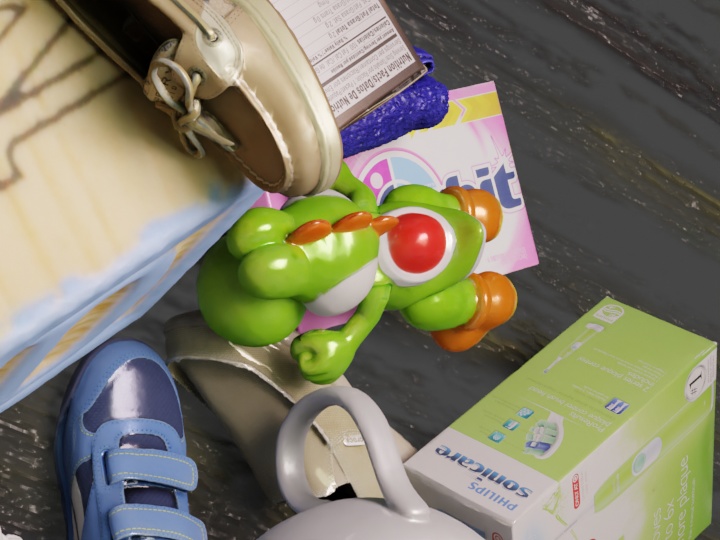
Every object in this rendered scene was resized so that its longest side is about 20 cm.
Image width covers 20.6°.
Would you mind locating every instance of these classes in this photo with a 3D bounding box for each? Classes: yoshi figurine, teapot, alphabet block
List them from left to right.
[{"bbox_3d":[-0.186,-0.050,0.901,0.196,0.195,0.201,-36,88,-40],"label":"alphabet block"},{"bbox_3d":[-0.017,0.197,1.023,0.200,0.146,0.198,-46,126,-20],"label":"teapot"},{"bbox_3d":[-0.012,0.000,1.053,0.199,0.112,0.113,3,116,-49],"label":"yoshi figurine"}]

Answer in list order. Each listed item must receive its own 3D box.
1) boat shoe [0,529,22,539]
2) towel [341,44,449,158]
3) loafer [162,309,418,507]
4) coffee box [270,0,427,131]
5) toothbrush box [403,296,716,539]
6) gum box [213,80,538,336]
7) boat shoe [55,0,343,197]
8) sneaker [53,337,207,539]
[{"bbox_3d":[-0.194,0.144,0.967,0.065,0.073,0.202,-4,85,-33],"label":"boat shoe"},{"bbox_3d":[-0.064,-0.104,1.071,0.199,0.147,0.050,-19,131,-39],"label":"towel"},{"bbox_3d":[-0.034,0.094,1.097,0.200,0.075,0.069,40,55,-26],"label":"loafer"},{"bbox_3d":[-0.073,-0.145,0.938,0.080,0.113,0.201,-38,100,-36],"label":"coffee box"},{"bbox_3d":[0.122,0.133,1.169,0.199,0.086,0.147,-34,134,-35],"label":"toothbrush box"},{"bbox_3d":[0.001,-0.034,1.153,0.199,0.066,0.115,-16,93,-38],"label":"gum box"},{"bbox_3d":[-0.087,-0.101,0.828,0.063,0.073,0.200,-35,76,-32],"label":"boat shoe"},{"bbox_3d":[-0.114,0.133,1.025,0.073,0.082,0.202,8,76,-34],"label":"sneaker"}]
